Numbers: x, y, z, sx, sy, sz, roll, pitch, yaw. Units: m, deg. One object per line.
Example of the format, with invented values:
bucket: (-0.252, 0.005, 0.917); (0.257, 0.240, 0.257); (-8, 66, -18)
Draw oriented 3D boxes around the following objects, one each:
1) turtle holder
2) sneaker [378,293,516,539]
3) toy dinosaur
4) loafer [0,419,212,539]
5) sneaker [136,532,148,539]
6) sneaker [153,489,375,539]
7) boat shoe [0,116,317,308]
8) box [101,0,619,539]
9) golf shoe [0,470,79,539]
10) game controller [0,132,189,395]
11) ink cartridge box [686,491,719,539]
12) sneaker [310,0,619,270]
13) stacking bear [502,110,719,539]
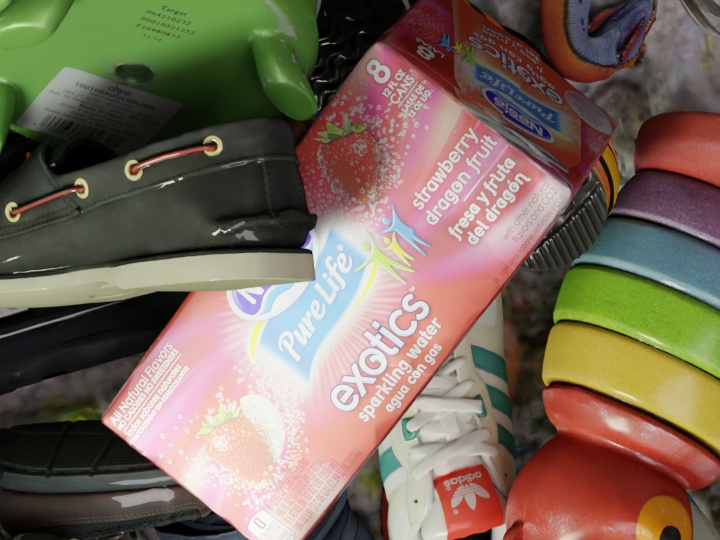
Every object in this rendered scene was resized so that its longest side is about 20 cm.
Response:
turtle holder: (-0.083, -0.123, 1.049); (0.140, 0.132, 0.186); (1, 152, 3)
sneaker: (0.040, 0.066, 1.207); (0.070, 0.093, 0.200); (-11, 115, -11)
toy dinosaur: (0.091, -0.172, 1.153); (0.200, 0.105, 0.182); (30, 120, 13)
loafer: (-0.151, 0.100, 1.160); (0.199, 0.072, 0.063); (-3, 106, 11)
sneaker: (-0.170, 0.175, 1.184); (0.199, 0.116, 0.074); (-18, 114, -10)
sneaker: (-0.071, 0.147, 1.186); (0.202, 0.077, 0.146); (-46, 126, -36)
boat shoe: (-0.101, -0.018, 1.047); (0.074, 0.201, 0.063); (0, 84, -51)
box: (0.000, 0.000, 1.090); (0.095, 0.100, 0.200); (37, 114, 1)
golf shoe: (-0.173, 0.103, 1.090); (0.088, 0.077, 0.200); (-29, 104, 28)
game controller: (-0.124, -0.009, 1.167); (0.199, 0.042, 0.105); (-16, 101, -9)
ink cartridge box: (0.134, 0.216, 1.237); (0.144, 0.200, 0.147); (-30, 117, -2)
sneaker: (0.026, -0.085, 1.158); (0.200, 0.090, 0.070); (43, 114, -1)
stacking bear: (0.126, 0.046, 1.177); (0.121, 0.114, 0.200); (35, 77, -41)
